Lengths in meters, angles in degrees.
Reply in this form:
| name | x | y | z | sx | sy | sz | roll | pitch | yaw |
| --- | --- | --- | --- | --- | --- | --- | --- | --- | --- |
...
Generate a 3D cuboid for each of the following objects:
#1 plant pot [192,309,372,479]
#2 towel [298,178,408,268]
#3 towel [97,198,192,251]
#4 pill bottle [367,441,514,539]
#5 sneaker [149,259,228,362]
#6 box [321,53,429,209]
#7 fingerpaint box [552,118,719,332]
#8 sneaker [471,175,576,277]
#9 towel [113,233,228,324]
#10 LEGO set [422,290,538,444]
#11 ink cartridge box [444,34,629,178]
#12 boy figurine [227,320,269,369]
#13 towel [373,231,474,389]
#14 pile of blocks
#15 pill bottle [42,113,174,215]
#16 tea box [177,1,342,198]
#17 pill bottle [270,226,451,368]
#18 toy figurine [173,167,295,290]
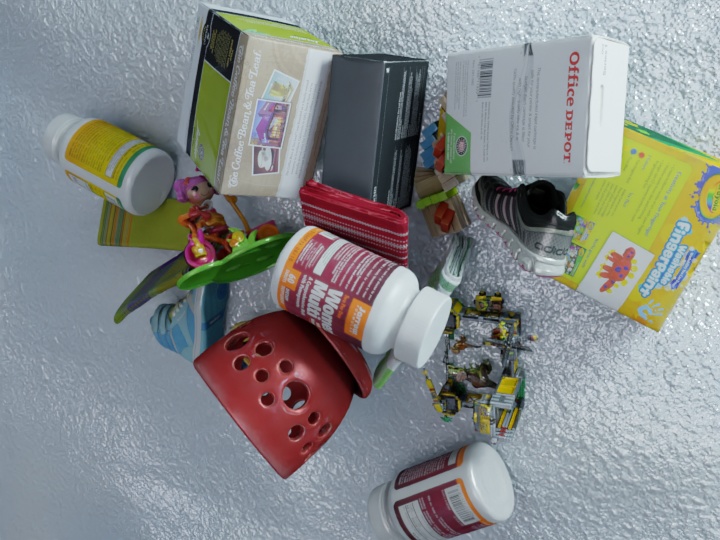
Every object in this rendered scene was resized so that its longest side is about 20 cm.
| name | x | y | z | sx | sy | sz | roll | pitch | yaw |
| --- | --- | --- | --- | --- | --- | --- | --- | --- | --- |
| plant pot | -0.097 | 0.146 | 0.974 | 0.201 | 0.182 | 0.201 | 47 | 164 | 17 |
| towel | -0.004 | -0.025 | 0.927 | 0.144 | 0.023 | 0.201 | 20 | 146 | 17 |
| towel | -0.359 | -0.079 | 1.211 | 0.198 | 0.018 | 0.087 | 4 | 84 | 25 |
| pill bottle | 0.114 | 0.337 | 1.063 | 0.199 | 0.114 | 0.115 | -30 | 91 | 31 |
| sneaker | -0.294 | 0.061 | 1.204 | 0.130 | 0.079 | 0.202 | 18 | 112 | 20 |
| box | 0.018 | -0.174 | 0.937 | 0.078 | 0.141 | 0.202 | 14 | 111 | 21 |
| fingerpaint box | 0.328 | -0.058 | 0.856 | 0.166 | 0.073 | 0.201 | 28 | 116 | 18 |
| sneaker | 0.200 | -0.077 | 0.867 | 0.073 | 0.200 | 0.088 | 9 | 120 | -22 |
| towel | -0.306 | 0.008 | 1.160 | 0.199 | 0.144 | 0.023 | -28 | 111 | 30 |
| LEGO set | 0.152 | 0.140 | 0.970 | 0.152 | 0.116 | 0.202 | 12 | 115 | 19 |
| ink cartridge box | 0.197 | -0.181 | 0.830 | 0.199 | 0.084 | 0.148 | 11 | 103 | 47 |
| boy figurine | -0.163 | 0.135 | 1.141 | 0.200 | 0.064 | 0.125 | -32 | 90 | 51 |
| towel | 0.080 | 0.051 | 0.971 | 0.031 | 0.149 | 0.201 | 33 | 119 | 0 |
| pile of blocks | 0.101 | -0.136 | 0.953 | 0.081 | 0.062 | 0.202 | 7 | 108 | 24 |
| pill bottle | -0.412 | -0.178 | 1.170 | 0.199 | 0.113 | 0.114 | 27 | 116 | 17 |
| tea box | -0.143 | -0.226 | 0.961 | 0.197 | 0.133 | 0.202 | 47 | 129 | 48 |
| pill bottle | 0.001 | 0.032 | 0.864 | 0.199 | 0.109 | 0.110 | 25 | 115 | 18 |
| toy figurine | -0.211 | -0.088 | 1.073 | 0.185 | 0.199 | 0.150 | 64 | 152 | 11 |
